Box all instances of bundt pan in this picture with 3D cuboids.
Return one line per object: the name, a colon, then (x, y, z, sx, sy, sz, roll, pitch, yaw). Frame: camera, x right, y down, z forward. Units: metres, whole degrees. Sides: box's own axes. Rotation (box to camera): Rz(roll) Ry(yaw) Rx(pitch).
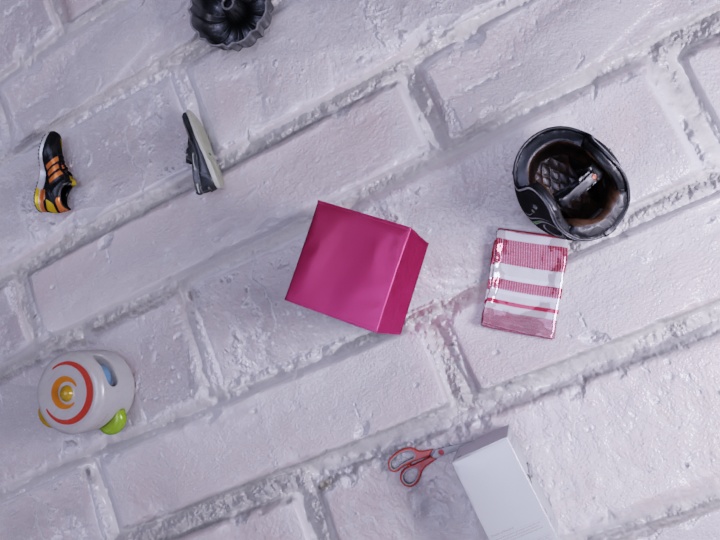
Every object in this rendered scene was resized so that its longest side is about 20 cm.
bundt pan: (-0.285, -0.588, 1.445, 0.200, 0.076, 0.203, -2, 85, 16)

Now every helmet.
helmet: (0.373, -0.156, 1.155, 0.199, 0.191, 0.201, -4, 115, -8)

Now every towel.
towel: (0.320, 0.024, 1.243, 0.143, 0.023, 0.201, 9, 88, 16)

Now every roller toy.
roller toy: (-0.625, 0.272, 1.442, 0.199, 0.140, 0.184, 6, 87, 18)

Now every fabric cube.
fabric cube: (0.000, 0.000, 1.249, 0.195, 0.200, 0.201, 17, 88, 18)

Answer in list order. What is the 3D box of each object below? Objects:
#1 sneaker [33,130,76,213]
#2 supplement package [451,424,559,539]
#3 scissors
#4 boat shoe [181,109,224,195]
sneaker: (-0.735, -0.238, 1.563, 0.089, 0.070, 0.202, 6, 87, 2)
supplement package: (0.267, 0.408, 1.173, 0.117, 0.117, 0.201, -28, 82, 13)
scissors: (0.147, 0.359, 1.270, 0.200, 0.014, 0.073, -35, 77, 12)
boat shoe: (-0.373, -0.270, 1.448, 0.067, 0.072, 0.201, -21, 82, 10)
